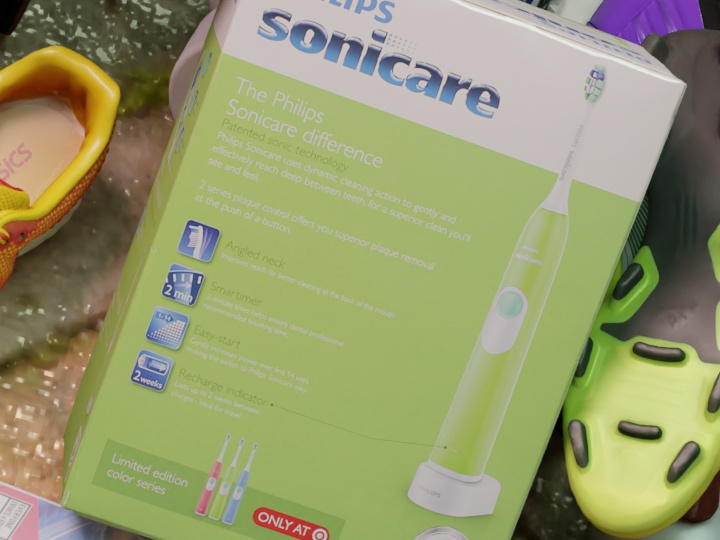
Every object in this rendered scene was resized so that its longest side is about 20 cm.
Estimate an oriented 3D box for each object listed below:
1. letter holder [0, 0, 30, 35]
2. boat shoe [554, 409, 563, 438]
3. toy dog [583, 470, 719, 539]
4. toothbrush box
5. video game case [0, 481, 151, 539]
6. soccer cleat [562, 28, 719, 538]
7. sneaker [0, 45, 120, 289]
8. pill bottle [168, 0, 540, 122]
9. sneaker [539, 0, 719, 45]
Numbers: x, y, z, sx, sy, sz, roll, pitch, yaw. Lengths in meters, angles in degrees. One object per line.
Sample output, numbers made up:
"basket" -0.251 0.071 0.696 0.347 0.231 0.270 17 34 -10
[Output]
"letter holder" -0.105 -0.160 1.002 0.100 0.200 0.143 6 59 -18
"boat shoe" 0.137 0.006 1.087 0.200 0.072 0.071 -29 81 -21
"toy dog" 0.156 0.120 1.000 0.199 0.096 0.132 17 56 -11
"toothbrush box" 0.000 0.000 0.951 0.145 0.201 0.086 18 11 -9
"video game case" -0.077 0.149 0.896 0.199 0.018 0.143 19 52 18
"soccer cleat" 0.112 0.009 0.991 0.064 0.084 0.201 2 57 15
"sneaker" -0.154 -0.003 0.965 0.073 0.077 0.200 34 61 -1
"pill bottle" 0.012 -0.117 1.074 0.115 0.116 0.200 30 54 -2
"sneaker" 0.103 -0.058 1.101 0.099 0.070 0.200 29 56 -2
